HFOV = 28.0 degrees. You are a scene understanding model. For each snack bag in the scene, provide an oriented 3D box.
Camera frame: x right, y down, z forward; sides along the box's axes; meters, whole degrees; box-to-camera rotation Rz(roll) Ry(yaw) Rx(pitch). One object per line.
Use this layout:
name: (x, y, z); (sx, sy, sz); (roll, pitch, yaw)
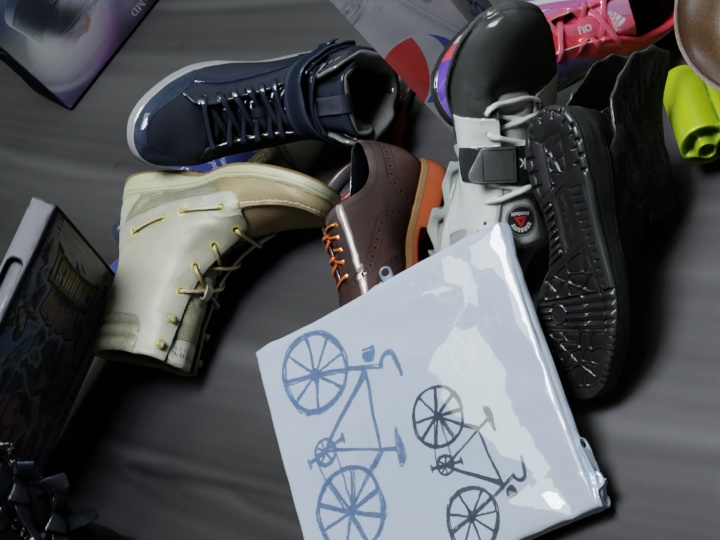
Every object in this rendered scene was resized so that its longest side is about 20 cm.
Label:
snack bag: (0.035, 0.087, 0.848); (0.199, 0.021, 0.190); (-30, 62, 25)

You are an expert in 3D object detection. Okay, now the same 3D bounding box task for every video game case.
video game case: (-0.244, 0.062, 1.080); (0.025, 0.200, 0.182); (20, 76, 11)

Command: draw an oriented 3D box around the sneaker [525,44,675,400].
sneaker: (0.150, -0.031, 0.846); (0.060, 0.104, 0.202); (-8, 88, 45)

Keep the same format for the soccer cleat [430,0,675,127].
soccer cleat: (0.132, -0.149, 0.919); (0.199, 0.069, 0.073); (-27, 11, -25)

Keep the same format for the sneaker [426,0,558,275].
sneaker: (0.092, -0.061, 0.871); (0.073, 0.202, 0.089); (-9, 39, -17)

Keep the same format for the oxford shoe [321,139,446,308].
oxford shoe: (0.000, 0.000, 0.960); (0.071, 0.072, 0.202); (-48, 21, 50)

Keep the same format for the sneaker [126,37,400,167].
sneaker: (-0.067, -0.121, 1.076); (0.200, 0.078, 0.146); (-19, 18, -18)

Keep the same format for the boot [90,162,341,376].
boot: (-0.111, 0.002, 1.088); (0.198, 0.072, 0.156); (-1, 67, 32)

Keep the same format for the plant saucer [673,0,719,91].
plant saucer: (0.274, -0.170, 0.814); (0.199, 0.032, 0.202); (-26, 44, 28)

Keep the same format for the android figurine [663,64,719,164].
android figurine: (0.263, -0.134, 0.854); (0.181, 0.041, 0.201); (-30, 41, 25)

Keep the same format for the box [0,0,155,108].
box: (-0.333, -0.317, 1.522); (0.201, 0.198, 0.123); (-53, 38, -7)

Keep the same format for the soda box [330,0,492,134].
soda box: (0.050, -0.163, 0.967); (0.063, 0.200, 0.069); (-29, 40, 23)

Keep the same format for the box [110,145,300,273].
box: (-0.143, -0.044, 1.208); (0.200, 0.032, 0.121); (-44, 36, 8)

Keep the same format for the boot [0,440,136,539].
boot: (-0.251, 0.180, 0.996); (0.197, 0.162, 0.074); (-11, 49, 41)

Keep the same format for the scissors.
scissors: (0.033, -0.121, 1.111); (0.073, 0.014, 0.201); (5, 60, 52)
